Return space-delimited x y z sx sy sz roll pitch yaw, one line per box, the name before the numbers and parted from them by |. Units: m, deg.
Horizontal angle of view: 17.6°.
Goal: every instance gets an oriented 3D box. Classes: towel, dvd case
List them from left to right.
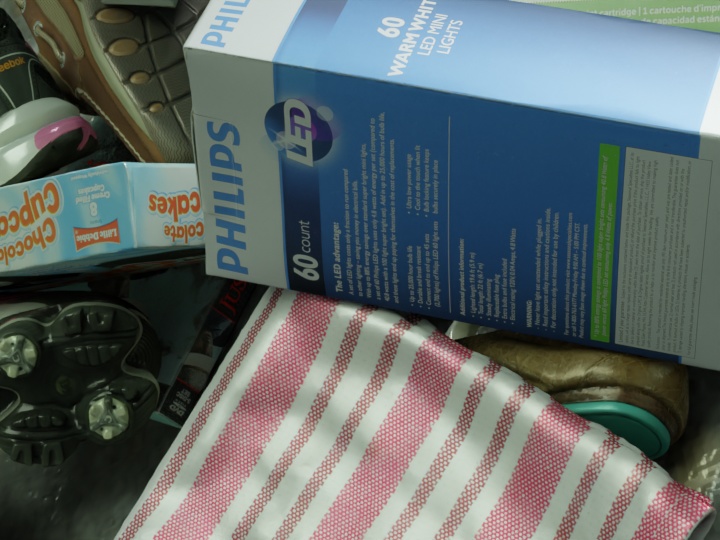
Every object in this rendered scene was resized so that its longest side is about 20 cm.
dvd case | -0.084 -0.034 1.052 0.145 0.022 0.201 14 73 46
towel | 0.008 0.093 0.798 0.199 0.030 0.147 32 90 32

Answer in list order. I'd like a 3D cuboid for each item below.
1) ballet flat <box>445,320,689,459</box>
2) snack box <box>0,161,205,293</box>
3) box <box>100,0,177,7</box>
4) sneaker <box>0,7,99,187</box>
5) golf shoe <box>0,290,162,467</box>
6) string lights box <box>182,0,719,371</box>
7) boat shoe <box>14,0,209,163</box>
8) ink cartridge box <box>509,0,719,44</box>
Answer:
ballet flat | 0.031 0.042 0.863 0.199 0.068 0.073 -13 49 32
snack box | -0.127 -0.014 0.973 0.199 0.116 0.037 -9 87 38
box | -0.101 -0.232 0.971 0.041 0.200 0.157 6 59 18
sneaker | -0.181 -0.074 1.075 0.080 0.087 0.200 -26 4 -30
golf shoe | -0.180 0.049 0.962 0.198 0.078 0.088 -5 14 -2
string lights box | 0.044 -0.036 0.792 0.198 0.103 0.059 11 44 14
boat shoe | -0.110 -0.105 1.067 0.201 0.075 0.072 62 141 38
ink cartridge box | 0.101 -0.174 0.805 0.144 0.048 0.202 0 87 24
